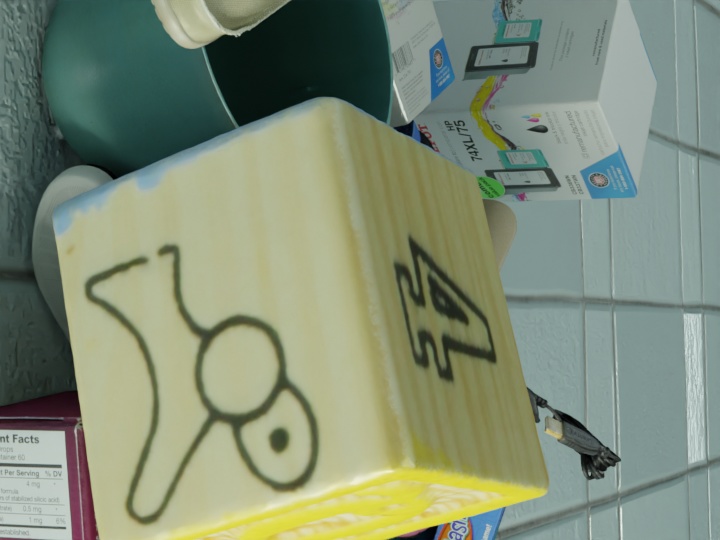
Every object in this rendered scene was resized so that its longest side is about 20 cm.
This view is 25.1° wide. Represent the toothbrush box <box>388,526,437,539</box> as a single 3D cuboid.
[{"bbox_3d":[-0.002,0.145,1.303,0.146,0.085,0.200,-56,137,-51],"label":"toothbrush box"}]

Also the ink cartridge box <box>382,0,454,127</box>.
[{"bbox_3d":[0.003,-0.226,1.330,0.116,0.067,0.201,-47,123,-55],"label":"ink cartridge box"}]

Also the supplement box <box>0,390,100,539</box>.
[{"bbox_3d":[-0.162,0.176,0.942,0.131,0.103,0.201,-7,94,-65],"label":"supplement box"}]

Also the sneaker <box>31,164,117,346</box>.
[{"bbox_3d":[-0.146,0.004,1.041,0.112,0.073,0.201,-60,148,-54],"label":"sneaker"}]

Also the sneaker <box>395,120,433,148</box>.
[{"bbox_3d":[0.032,-0.035,1.341,0.078,0.070,0.200,50,42,-39],"label":"sneaker"}]

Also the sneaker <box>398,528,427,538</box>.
[{"bbox_3d":[0.035,0.093,1.193,0.086,0.080,0.201,36,55,-64],"label":"sneaker"}]

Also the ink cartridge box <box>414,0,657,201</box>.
[{"bbox_3d":[0.162,-0.165,1.546,0.147,0.199,0.146,56,41,-48],"label":"ink cartridge box"}]

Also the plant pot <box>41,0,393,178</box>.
[{"bbox_3d":[-0.100,-0.133,1.014,0.200,0.161,0.201,19,66,-52],"label":"plant pot"}]

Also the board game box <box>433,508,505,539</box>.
[{"bbox_3d":[0.087,0.202,1.279,0.200,0.045,0.153,-29,137,-78],"label":"board game box"}]

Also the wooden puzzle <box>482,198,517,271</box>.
[{"bbox_3d":[0.000,0.000,1.201,0.185,0.199,0.037,-61,155,-47],"label":"wooden puzzle"}]

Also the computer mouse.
[{"bbox_3d":[0.111,0.105,1.269,0.200,0.140,0.046,35,93,-18],"label":"computer mouse"}]

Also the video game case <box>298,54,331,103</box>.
[{"bbox_3d":[-0.062,-0.135,1.146,0.018,0.143,0.201,21,67,-35],"label":"video game case"}]

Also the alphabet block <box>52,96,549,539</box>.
[{"bbox_3d":[-0.032,0.046,0.901,0.196,0.195,0.201,18,57,-58],"label":"alphabet block"}]

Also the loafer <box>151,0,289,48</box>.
[{"bbox_3d":[-0.050,-0.188,0.897,0.076,0.068,0.200,64,37,-22],"label":"loafer"}]
